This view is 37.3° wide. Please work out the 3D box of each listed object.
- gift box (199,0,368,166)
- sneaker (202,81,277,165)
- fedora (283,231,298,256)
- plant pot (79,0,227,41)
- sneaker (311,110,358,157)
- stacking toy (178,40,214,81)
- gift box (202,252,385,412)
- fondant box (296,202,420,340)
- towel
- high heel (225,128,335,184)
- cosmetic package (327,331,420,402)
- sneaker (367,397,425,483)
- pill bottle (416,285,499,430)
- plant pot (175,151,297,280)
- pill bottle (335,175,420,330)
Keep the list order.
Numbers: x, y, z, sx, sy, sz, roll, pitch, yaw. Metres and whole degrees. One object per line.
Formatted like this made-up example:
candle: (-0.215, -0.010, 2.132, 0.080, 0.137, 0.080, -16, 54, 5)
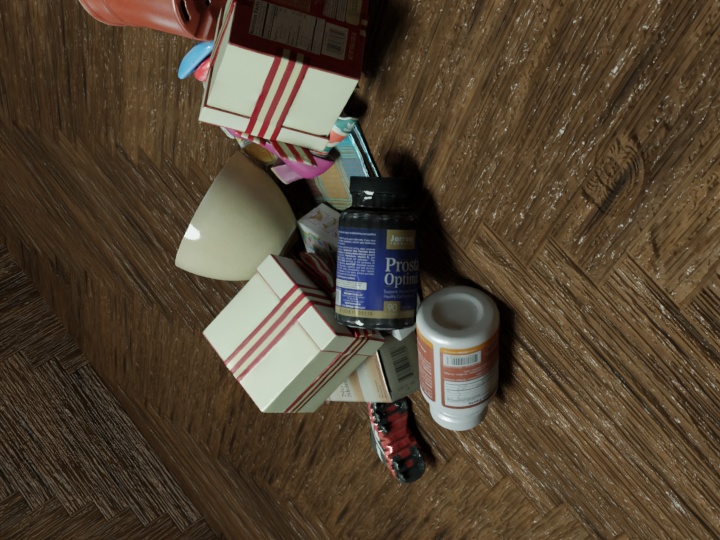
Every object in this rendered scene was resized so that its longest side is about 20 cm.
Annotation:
gift box: (-0.084, -0.254, 1.309, 0.200, 0.185, 0.187, 18, 151, -13)
sneaker: (-0.177, -0.231, 1.675, 0.200, 0.076, 0.088, 57, 163, 27)
fedora: (-0.167, -0.067, 1.817, 0.201, 0.082, 0.201, 44, 152, 31)
plant pot: (-0.269, -0.418, 1.500, 0.195, 0.201, 0.201, 27, 142, 33)
sneaker: (-0.064, -0.261, 1.464, 0.093, 0.070, 0.200, -32, 74, 31)
stacking toy: (-0.160, -0.266, 1.580, 0.200, 0.110, 0.116, 50, 140, -8)
gift box: (-0.087, 0.084, 1.570, 0.185, 0.187, 0.200, 48, -164, 18)
fondant box: (0.000, 0.000, 1.613, 0.200, 0.058, 0.144, 31, 151, 40)
towel: (-0.039, -0.152, 1.572, 0.200, 0.022, 0.147, 5, 122, 59)
high heel: (-0.124, -0.208, 1.519, 0.096, 0.068, 0.200, -17, 132, 38)
cosmetic package: (0.003, 0.150, 1.705, 0.200, 0.087, 0.104, -10, 99, 52)
sneaker: (0.047, 0.263, 1.824, 0.098, 0.071, 0.201, 16, 126, 67)
pill bottle: (0.135, 0.126, 1.475, 0.112, 0.112, 0.200, 37, 147, 35)
plant pot: (-0.176, -0.062, 1.635, 0.134, 0.201, 0.200, 30, 152, -1)
pill bottle: (0.024, -0.026, 1.435, 0.112, 0.112, 0.201, 10, 100, 56)
